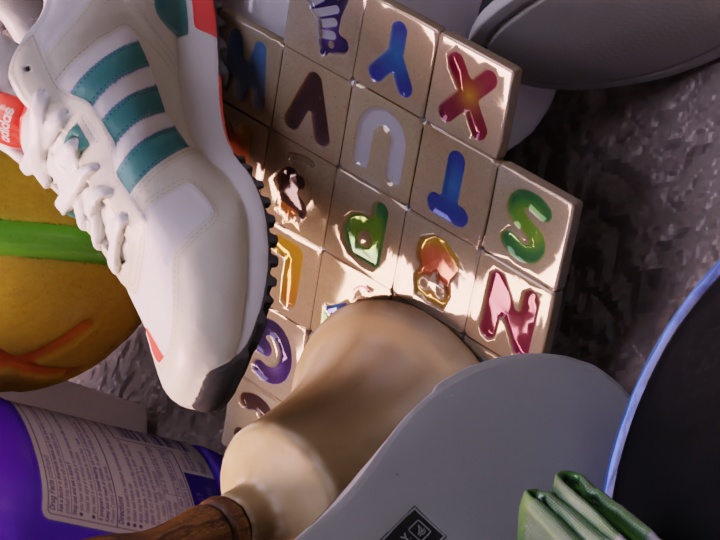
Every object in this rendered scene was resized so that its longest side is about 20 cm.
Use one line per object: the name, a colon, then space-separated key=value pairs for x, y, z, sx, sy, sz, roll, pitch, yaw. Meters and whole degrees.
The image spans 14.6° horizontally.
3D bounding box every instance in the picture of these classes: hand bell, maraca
hand bell: x=-0.049 y=0.088 z=0.914 sx=0.104 sy=0.200 sz=0.105 roll=18 pitch=118 yaw=38
maraca: x=-0.146 y=-0.006 z=1.093 sx=0.200 sy=0.137 sz=0.107 roll=173 pitch=104 yaw=-70

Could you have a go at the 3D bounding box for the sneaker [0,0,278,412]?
sneaker: x=-0.089 y=-0.035 z=0.952 sx=0.070 sy=0.093 sz=0.200 roll=117 pitch=149 yaw=-46

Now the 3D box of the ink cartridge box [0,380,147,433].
ink cartridge box: x=-0.182 y=0.150 z=1.143 sx=0.147 sy=0.144 sz=0.201 roll=-39 pitch=43 yaw=39

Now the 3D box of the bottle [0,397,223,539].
bottle: x=-0.132 y=0.088 z=1.054 sx=0.065 sy=0.199 sz=0.084 roll=-59 pitch=35 yaw=23

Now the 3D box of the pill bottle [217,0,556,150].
pill bottle: x=-0.019 y=-0.080 z=1.061 sx=0.200 sy=0.114 sz=0.115 roll=-3 pitch=71 yaw=55

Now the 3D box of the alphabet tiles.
alphabet tiles: x=0.000 y=0.000 z=0.980 sx=0.166 sy=0.006 sz=0.201 roll=31 pitch=125 yaw=32

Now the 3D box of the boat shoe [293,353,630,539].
boat shoe: x=0.013 y=0.093 z=0.885 sx=0.071 sy=0.200 sz=0.064 roll=48 pitch=142 yaw=11

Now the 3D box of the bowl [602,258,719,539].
bowl: x=0.143 y=0.066 z=0.815 sx=0.200 sy=0.039 sz=0.201 roll=-31 pitch=49 yaw=44

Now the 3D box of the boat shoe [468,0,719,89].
boat shoe: x=0.116 y=-0.120 z=0.925 sx=0.200 sy=0.074 sz=0.061 roll=-28 pitch=51 yaw=42

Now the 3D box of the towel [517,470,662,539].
towel: x=0.092 y=0.164 z=0.787 sx=0.200 sy=0.031 sz=0.150 roll=38 pitch=126 yaw=50
